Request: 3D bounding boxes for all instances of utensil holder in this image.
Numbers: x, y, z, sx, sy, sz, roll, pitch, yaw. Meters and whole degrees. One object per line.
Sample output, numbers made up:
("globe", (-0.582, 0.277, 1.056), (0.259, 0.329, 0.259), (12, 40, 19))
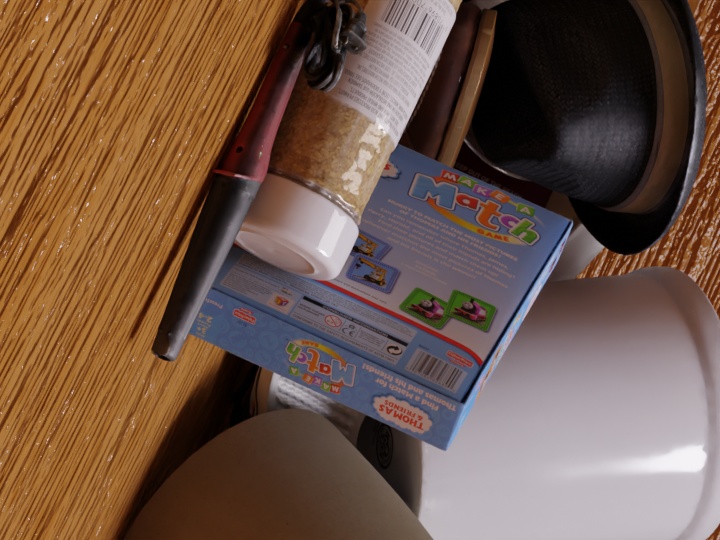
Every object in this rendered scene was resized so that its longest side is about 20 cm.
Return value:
("utensil holder", (0.098, 0.090, 1.632), (0.170, 0.199, 0.171), (175, -90, -69))

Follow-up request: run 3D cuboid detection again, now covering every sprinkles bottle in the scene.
("sprinkles bottle", (-0.001, -0.097, 1.381), (0.068, 0.068, 0.201), (84, 30, -73))

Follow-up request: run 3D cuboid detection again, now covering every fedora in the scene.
("fedora", (0.118, -0.101, 1.586), (0.200, 0.091, 0.202), (179, -90, -70))

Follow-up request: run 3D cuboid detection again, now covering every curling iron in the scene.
("curling iron", (-0.052, -0.049, 1.315), (0.050, 0.026, 0.201), (8, -114, 60))

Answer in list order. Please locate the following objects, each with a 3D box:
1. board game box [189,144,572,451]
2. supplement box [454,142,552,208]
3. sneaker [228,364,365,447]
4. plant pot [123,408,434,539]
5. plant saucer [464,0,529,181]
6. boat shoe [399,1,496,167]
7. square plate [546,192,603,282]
("board game box", (0.013, 0.001, 1.444), (0.200, 0.151, 0.037), (-54, 166, -54))
("supplement box", (0.094, -0.107, 1.800), (0.201, 0.085, 0.110), (-65, -170, -9))
("sneaker", (-0.035, 0.070, 1.589), (0.080, 0.078, 0.201), (-122, -146, -49))
("plant pot", (-0.007, 0.206, 1.482), (0.187, 0.200, 0.188), (-32, 141, -31))
("plant saucer", (0.110, -0.156, 1.702), (0.199, 0.032, 0.201), (-7, 101, -37))
("boat shoe", (0.026, -0.078, 1.591), (0.071, 0.070, 0.201), (-70, 179, -46))
("square plate", (0.122, -0.015, 1.780), (0.200, 0.028, 0.198), (-48, -173, 14))
